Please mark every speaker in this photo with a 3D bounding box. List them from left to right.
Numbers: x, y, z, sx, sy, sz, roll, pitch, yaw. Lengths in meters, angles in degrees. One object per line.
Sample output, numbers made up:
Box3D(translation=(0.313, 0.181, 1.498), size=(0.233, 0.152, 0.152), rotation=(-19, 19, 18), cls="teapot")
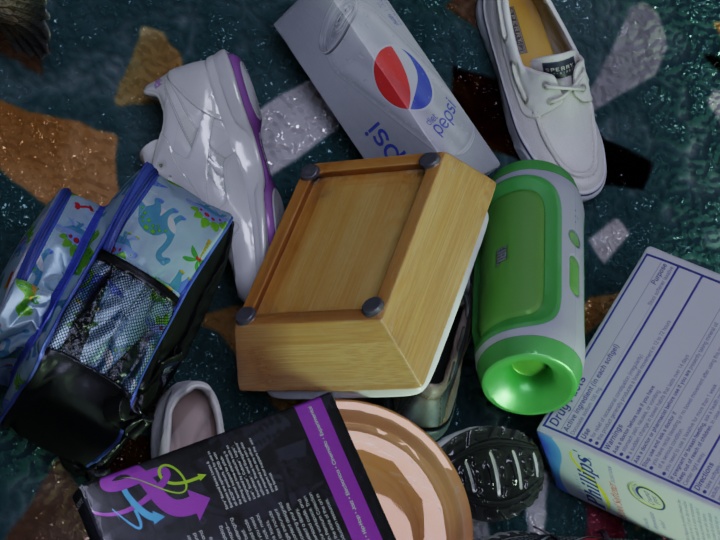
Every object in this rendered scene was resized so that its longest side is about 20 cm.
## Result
Box3D(translation=(0.132, 0.010, 1.658), size=(0.088, 0.089, 0.201), rotation=(14, 48, -11), cls="speaker")

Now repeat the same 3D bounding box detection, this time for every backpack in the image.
Box3D(translation=(-0.186, 0.022, 1.551), size=(0.146, 0.183, 0.201), rotation=(32, 65, -5), cls="backpack")

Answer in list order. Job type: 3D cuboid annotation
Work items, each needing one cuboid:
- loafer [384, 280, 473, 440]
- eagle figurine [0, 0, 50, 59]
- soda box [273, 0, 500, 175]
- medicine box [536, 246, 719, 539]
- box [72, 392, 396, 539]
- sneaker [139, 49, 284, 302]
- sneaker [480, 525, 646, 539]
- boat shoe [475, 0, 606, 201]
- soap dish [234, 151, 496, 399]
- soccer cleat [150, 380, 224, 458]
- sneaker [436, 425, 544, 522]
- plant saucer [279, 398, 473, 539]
Box3D(translation=(0.057, 0.036, 1.641), size=(0.071, 0.063, 0.201), rotation=(10, 50, -7), cls="loafer")
Box3D(translation=(-0.328, -0.241, 1.618), size=(0.150, 0.152, 0.202), rotation=(-3, 69, -37), cls="eagle figurine")
Box3D(translation=(0.021, -0.140, 1.701), size=(0.063, 0.068, 0.201), rotation=(-28, 83, -50), cls="soda box")
Box3D(translation=(0.267, 0.109, 1.646), size=(0.199, 0.103, 0.183), rotation=(23, 66, 28), cls="medicine box")
Box3D(translation=(-0.081, 0.182, 1.469), size=(0.199, 0.036, 0.144), rotation=(-18, 76, -26), cls="box")
Box3D(translation=(-0.114, -0.065, 1.666), size=(0.099, 0.075, 0.202), rotation=(-14, 81, 6), cls="sneaker")
Box3D(translation=(0.166, 0.232, 1.644), size=(0.198, 0.075, 0.081), rotation=(-3, 75, -15), cls="sneaker")
Box3D(translation=(0.154, -0.155, 1.751), size=(0.070, 0.070, 0.202), rotation=(-14, 79, -18), cls="boat shoe")
Box3D(translation=(0.000, 0.000, 1.603), size=(0.081, 0.156, 0.201), rotation=(58, 41, -39), cls="soap dish")
Box3D(translation=(-0.126, 0.179, 1.578), size=(0.069, 0.078, 0.202), rotation=(-1, 75, -15), cls="soccer cleat")
Box3D(translation=(0.048, 0.164, 1.630), size=(0.198, 0.079, 0.075), rotation=(-12, 91, -22), cls="sneaker")
Box3D(translation=(-0.015, 0.194, 1.547), size=(0.198, 0.032, 0.202), rotation=(1, 86, -8), cls="plant saucer")
